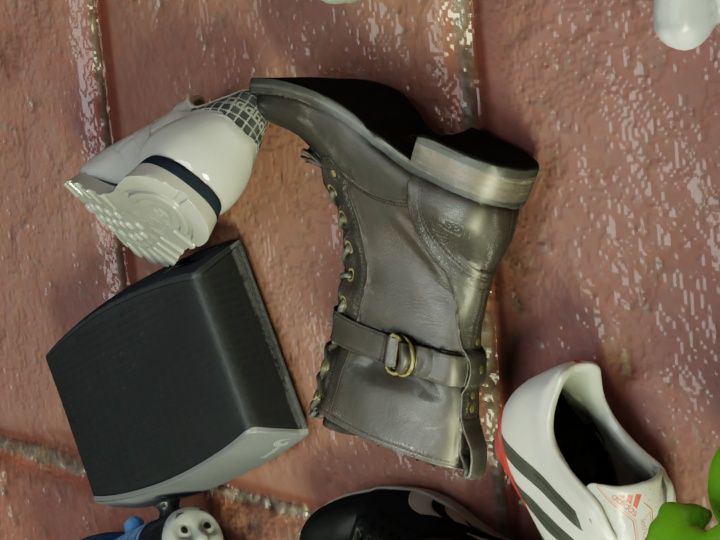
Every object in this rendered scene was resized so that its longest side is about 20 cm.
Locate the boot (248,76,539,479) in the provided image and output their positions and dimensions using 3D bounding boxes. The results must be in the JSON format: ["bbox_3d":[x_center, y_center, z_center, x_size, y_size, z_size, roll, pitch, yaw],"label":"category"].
[{"bbox_3d":[0.000,0.000,1.047,0.199,0.069,0.175,28,112,38],"label":"boot"}]

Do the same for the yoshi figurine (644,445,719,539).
[{"bbox_3d":[0.174,0.129,0.852,0.112,0.201,0.112,40,141,-25],"label":"yoshi figurine"}]

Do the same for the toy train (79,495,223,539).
[{"bbox_3d":[-0.138,0.213,1.272,0.200,0.086,0.115,-31,72,48],"label":"toy train"}]

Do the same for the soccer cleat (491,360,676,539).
[{"bbox_3d":[0.127,0.136,0.963,0.201,0.068,0.085,65,153,18],"label":"soccer cleat"}]

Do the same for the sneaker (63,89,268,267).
[{"bbox_3d":[-0.109,-0.057,1.175,0.076,0.081,0.200,39,163,-20],"label":"sneaker"}]

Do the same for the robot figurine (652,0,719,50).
[{"bbox_3d":[0.195,-0.122,0.776,0.168,0.113,0.202,0,103,19],"label":"robot figurine"}]

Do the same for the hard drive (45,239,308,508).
[{"bbox_3d":[-0.119,0.071,1.237,0.200,0.042,0.136,-27,81,48],"label":"hard drive"}]

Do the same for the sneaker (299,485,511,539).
[{"bbox_3d":[0.020,0.152,1.046,0.199,0.112,0.074,11,88,42],"label":"sneaker"}]

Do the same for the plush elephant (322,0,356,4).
[{"bbox_3d":[-0.090,-0.237,1.032,0.154,0.164,0.201,-14,62,36],"label":"plush elephant"}]
